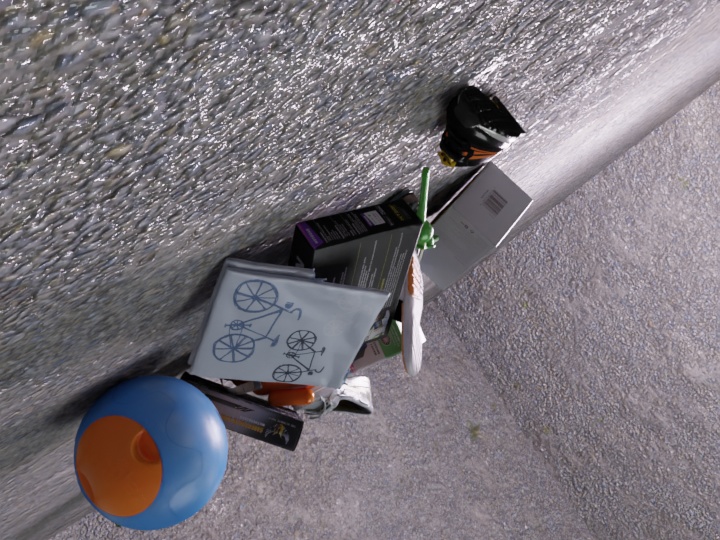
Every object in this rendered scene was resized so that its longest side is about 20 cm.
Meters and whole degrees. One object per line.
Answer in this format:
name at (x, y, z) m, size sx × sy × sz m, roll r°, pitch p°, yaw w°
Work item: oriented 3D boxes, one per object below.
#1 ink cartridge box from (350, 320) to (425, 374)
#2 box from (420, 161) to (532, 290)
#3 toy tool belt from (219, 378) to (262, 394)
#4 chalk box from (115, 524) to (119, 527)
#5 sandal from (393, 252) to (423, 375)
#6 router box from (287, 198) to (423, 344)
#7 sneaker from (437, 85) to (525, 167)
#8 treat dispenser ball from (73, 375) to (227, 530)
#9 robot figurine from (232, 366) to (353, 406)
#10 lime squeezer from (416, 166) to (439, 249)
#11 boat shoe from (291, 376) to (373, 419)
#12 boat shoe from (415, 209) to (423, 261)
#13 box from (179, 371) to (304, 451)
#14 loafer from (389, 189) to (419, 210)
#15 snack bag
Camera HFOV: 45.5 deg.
ink cartridge box at (-0.011, 0.099, 1.493) m, size 0.199 × 0.146 × 0.087 m, roll -25°, pitch 176°, yaw 29°
box at (0.176, -0.071, 1.439) m, size 0.124 × 0.097 × 0.200 m, roll -48°, pitch 180°, yaw -30°
toy tool belt at (-0.132, 0.096, 1.256) m, size 0.199 × 0.125 × 0.123 m, roll -18°, pitch 153°, yaw 0°
chalk box at (-0.555, 0.544, 2.198) m, size 0.124 × 0.125 × 0.200 m, roll -37°, pitch 171°, yaw 17°
sandal at (0.049, 0.048, 1.153) m, size 0.059 × 0.207 × 0.079 m, roll -6°, pitch 137°, yaw 12°
router box at (-0.018, 0.017, 1.035) m, size 0.149 × 0.051 × 0.201 m, roll -15°, pitch 139°, yaw -30°
sneaker at (0.119, -0.141, 0.932) m, size 0.090 × 0.070 × 0.200 m, roll -40°, pitch 173°, yaw 20°
treat dispenser ball at (-0.277, 0.241, 1.145) m, size 0.200 × 0.201 × 0.201 m, roll -33°, pitch 173°, yaw -5°
robot figurine at (-0.114, 0.133, 1.369) m, size 0.199 × 0.117 × 0.144 m, roll -9°, pitch -155°, yaw 5°
lime squeezer at (0.084, -0.060, 1.176) m, size 0.038 × 0.071 × 0.200 m, roll -2°, pitch 156°, yaw 9°
boat shoe at (-0.044, 0.220, 1.456) m, size 0.074 × 0.065 × 0.202 m, roll -26°, pitch 163°, yaw 27°
boat shoe at (0.037, -0.006, 1.265) m, size 0.201 × 0.072 × 0.068 m, roll -62°, pitch 163°, yaw 22°
box at (-0.193, 0.216, 1.336) m, size 0.158 × 0.199 × 0.049 m, roll 163°, pitch -52°, yaw -80°
loafer at (0.025, -0.024, 1.201) m, size 0.200 × 0.063 × 0.072 m, roll -49°, pitch 163°, yaw 26°
snack bag at (-0.082, 0.067, 0.986) m, size 0.199 × 0.021 × 0.189 m, roll 8°, pitch 133°, yaw -20°
